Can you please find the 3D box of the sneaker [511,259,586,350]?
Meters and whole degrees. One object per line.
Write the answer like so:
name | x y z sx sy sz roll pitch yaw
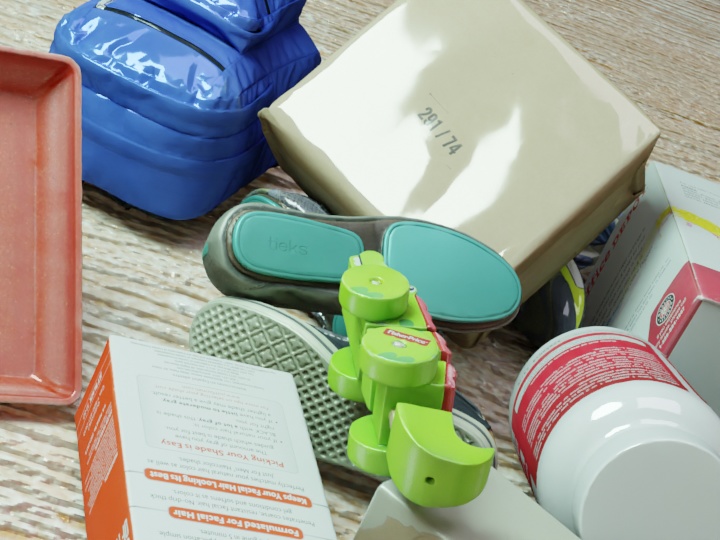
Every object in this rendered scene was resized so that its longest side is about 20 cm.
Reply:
sneaker | 0.090 0.000 1.133 0.080 0.074 0.200 -7 35 -30

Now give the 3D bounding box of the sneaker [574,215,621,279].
sneaker | 0.174 -0.031 1.232 0.200 0.077 0.085 37 10 -15

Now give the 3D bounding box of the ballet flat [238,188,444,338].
ballet flat | -0.001 0.014 1.028 0.200 0.072 0.072 43 33 27

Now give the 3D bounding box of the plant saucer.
plant saucer | -0.247 -0.029 0.831 0.199 0.037 0.201 6 74 -33

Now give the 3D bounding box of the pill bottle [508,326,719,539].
pill bottle | 0.149 0.106 0.884 0.112 0.113 0.200 22 10 -5

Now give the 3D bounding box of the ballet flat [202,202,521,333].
ballet flat | 0.000 0.000 0.947 0.199 0.064 0.068 11 71 -19

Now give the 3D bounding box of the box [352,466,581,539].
box | 0.086 0.187 0.771 0.200 0.095 0.078 37 31 24

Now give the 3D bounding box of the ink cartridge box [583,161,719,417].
ink cartridge box | 0.245 0.046 1.082 0.144 0.146 0.200 20 29 -10

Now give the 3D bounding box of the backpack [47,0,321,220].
backpack | -0.133 -0.140 1.079 0.162 0.169 0.200 23 31 11

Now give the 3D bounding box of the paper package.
paper package | 0.069 -0.083 1.057 0.200 0.190 0.104 46 -9 17

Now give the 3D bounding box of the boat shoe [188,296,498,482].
boat shoe | -0.009 0.074 0.907 0.199 0.075 0.062 24 14 13

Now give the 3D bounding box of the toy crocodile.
toy crocodile | 0.021 0.049 0.808 0.061 0.068 0.200 3 24 -11

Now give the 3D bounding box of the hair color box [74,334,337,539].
hair color box | -0.076 0.124 0.778 0.110 0.064 0.200 14 28 -22
